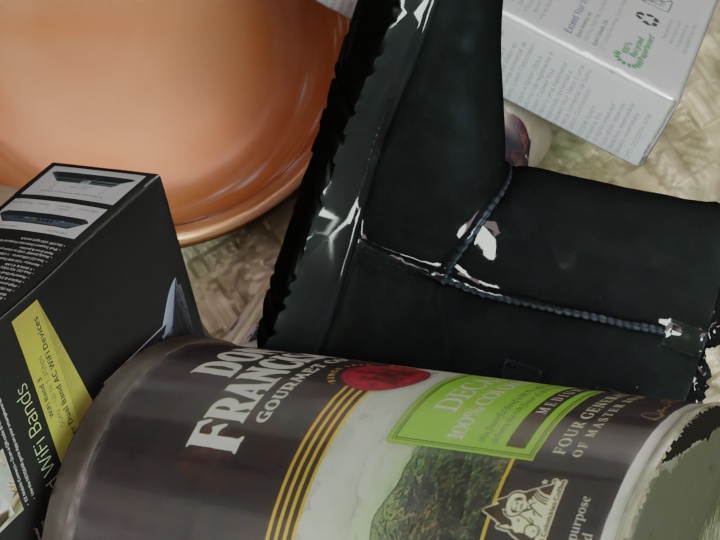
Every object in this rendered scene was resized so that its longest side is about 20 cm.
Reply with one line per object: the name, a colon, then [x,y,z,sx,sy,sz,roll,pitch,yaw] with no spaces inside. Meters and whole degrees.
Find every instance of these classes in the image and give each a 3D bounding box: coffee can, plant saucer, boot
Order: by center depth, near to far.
coffee can: [0.019,0.104,0.760,0.200,0.146,0.147,6,67,30]
boot: [0.064,-0.028,0.856,0.162,0.073,0.199,17,99,-11]
plant saucer: [-0.097,-0.099,0.980,0.200,0.037,0.201,2,72,-7]

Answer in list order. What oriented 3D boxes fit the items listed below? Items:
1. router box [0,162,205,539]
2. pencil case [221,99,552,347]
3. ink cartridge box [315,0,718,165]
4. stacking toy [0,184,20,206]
router box: [-0.107,0.088,0.813,0.052,0.200,0.157,7,35,32]
pencil case: [0.000,0.000,0.930,0.078,0.089,0.200,16,68,41]
ink cartridge box: [0.052,-0.142,0.960,0.200,0.041,0.200,30,33,1]
stacking toy: [-0.165,0.068,0.876,0.085,0.085,0.200,35,74,4]
